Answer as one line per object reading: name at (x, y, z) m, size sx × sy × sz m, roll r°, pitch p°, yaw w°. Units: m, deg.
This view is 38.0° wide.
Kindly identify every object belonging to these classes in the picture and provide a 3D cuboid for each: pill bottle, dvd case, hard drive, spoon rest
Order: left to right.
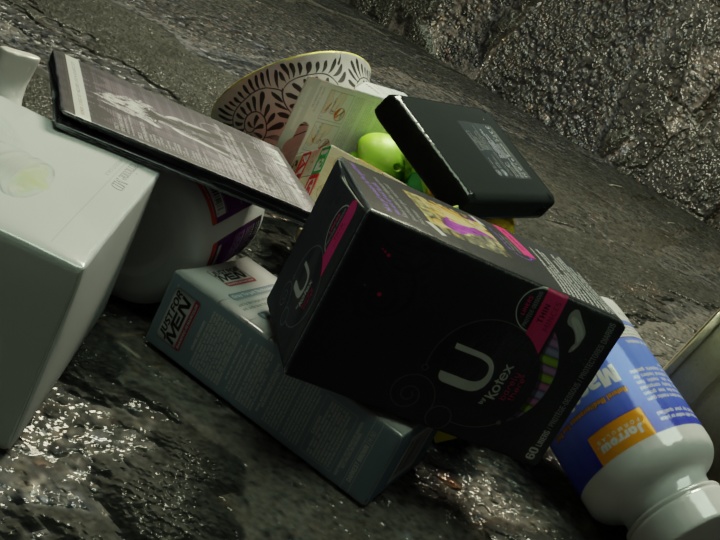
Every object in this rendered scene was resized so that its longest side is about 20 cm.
spoon rest at (-0.293, -0.116, 0.924) m, size 0.099 × 0.061 × 0.201 m, roll 12°, pitch 37°, yaw -38°
pill bottle at (-0.145, -0.050, 0.845) m, size 0.112 × 0.113 × 0.200 m, roll 29°, pitch 17°, yaw 4°
dvd case at (-0.132, -0.097, 0.773) m, size 0.198 × 0.016 × 0.149 m, roll 22°, pitch 18°, yaw -27°
hard drive at (0.112, -0.115, 1.071) m, size 0.199 × 0.033 × 0.140 m, roll -5°, pitch 56°, yaw -57°
pill bottle at (0.208, 0.129, 0.832) m, size 0.111 × 0.112 × 0.201 m, roll 10°, pitch 40°, yaw -43°

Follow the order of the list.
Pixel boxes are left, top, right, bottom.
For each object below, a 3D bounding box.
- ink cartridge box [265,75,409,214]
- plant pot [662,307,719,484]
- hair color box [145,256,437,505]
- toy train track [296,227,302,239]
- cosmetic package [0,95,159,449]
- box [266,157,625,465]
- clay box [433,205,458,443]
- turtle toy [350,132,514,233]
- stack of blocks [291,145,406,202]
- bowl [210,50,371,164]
ink cartridge box at (-0.033, -0.133, 1.153) m, size 0.199 × 0.161 × 0.047 m, roll 6°, pitch 28°, yaw -48°
plant pot at (0.350, 0.144, 0.945) m, size 0.183 × 0.201 × 0.200 m, roll 44°, pitch 22°, yaw 15°
hair color box at (-0.043, 0.071, 0.745) m, size 0.199 × 0.061 × 0.099 m, roll 35°, pitch 19°, yaw 18°
toy train track at (-0.019, 0.006, 1.005) m, size 0.114 × 0.033 × 0.200 m, roll 10°, pitch 16°, yaw -28°
cosmetic package at (-0.246, -0.027, 0.619) m, size 0.198 × 0.124 × 0.200 m, roll 27°, pitch 18°, yaw -8°
box at (0.053, 0.028, 0.704) m, size 0.198 × 0.123 × 0.106 m, roll 22°, pitch 18°, yaw -20°
clay box at (0.067, 0.026, 0.857) m, size 0.115 × 0.047 × 0.202 m, roll -20°, pitch 94°, yaw -67°
turtle toy at (0.081, -0.089, 1.141) m, size 0.199 × 0.101 × 0.146 m, roll 36°, pitch 29°, yaw -18°
stack of blocks at (0.025, -0.047, 1.036) m, size 0.199 × 0.059 × 0.115 m, roll 27°, pitch -9°, yaw -19°
bowl at (-0.068, -0.165, 1.229) m, size 0.200 × 0.200 × 0.095 m, roll 2°, pitch 65°, yaw -53°
